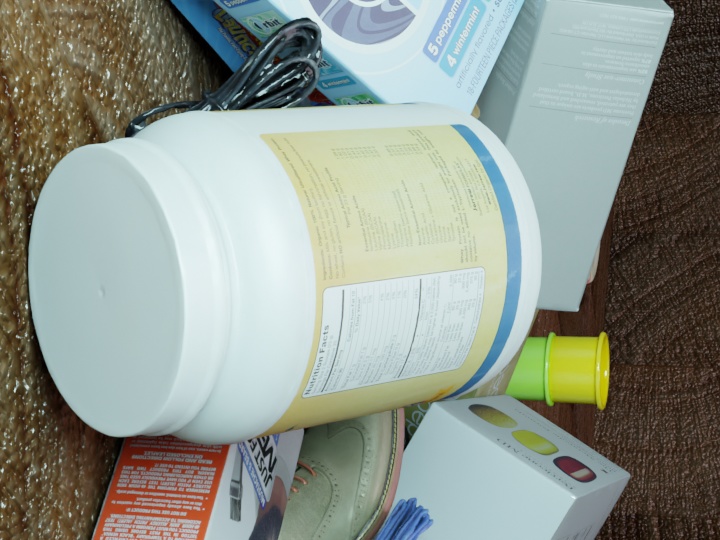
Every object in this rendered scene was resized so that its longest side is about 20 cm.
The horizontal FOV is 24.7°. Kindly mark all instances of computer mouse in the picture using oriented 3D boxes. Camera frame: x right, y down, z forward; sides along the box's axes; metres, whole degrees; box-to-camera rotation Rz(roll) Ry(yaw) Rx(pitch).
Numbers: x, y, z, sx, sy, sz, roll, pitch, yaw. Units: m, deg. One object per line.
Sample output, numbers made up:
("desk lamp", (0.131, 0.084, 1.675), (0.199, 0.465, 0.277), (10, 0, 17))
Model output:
("computer mouse", (-0.059, -0.039, 0.857), (0.053, 0.138, 0.200), (51, -8, 16))

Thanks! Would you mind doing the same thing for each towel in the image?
("towel", (-0.022, 0.235, 0.980), (0.145, 0.024, 0.200), (-53, 171, -44))

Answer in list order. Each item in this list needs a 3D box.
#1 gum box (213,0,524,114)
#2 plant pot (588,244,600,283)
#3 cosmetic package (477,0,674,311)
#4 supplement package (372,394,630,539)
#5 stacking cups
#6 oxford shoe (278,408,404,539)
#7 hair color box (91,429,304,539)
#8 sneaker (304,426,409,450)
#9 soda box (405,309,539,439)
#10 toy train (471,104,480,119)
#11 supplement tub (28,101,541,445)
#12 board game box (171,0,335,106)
("gum box", (0.003, -0.182, 0.855), (0.200, 0.045, 0.170), (38, 67, -30))
("plant pot", (0.111, -0.060, 1.400), (0.200, 0.177, 0.201), (2, 90, -76))
("cosmetic package", (0.105, -0.085, 0.981), (0.107, 0.090, 0.200), (-113, -150, -55))
("supplement package", (0.092, 0.159, 1.098), (0.110, 0.114, 0.200), (-60, 163, 7))
("stacking cups", (0.092, 0.073, 1.282), (0.060, 0.199, 0.061), (2, 90, -73))
("oxford shoe", (-0.035, 0.140, 0.976), (0.075, 0.070, 0.200), (47, 58, -42))
("hair color box", (-0.085, 0.130, 0.856), (0.111, 0.064, 0.200), (77, 21, -48))
("sneaker", (-0.005, 0.122, 1.126), (0.200, 0.087, 0.074), (26, 66, -75))
("soda box", (0.068, 0.078, 1.190), (0.068, 0.064, 0.200), (-39, 156, -42))
("toy train", (0.027, -0.162, 0.930), (0.200, 0.055, 0.150), (60, 34, -30))
("supplement tub", (-0.032, -0.001, 0.743), (0.200, 0.144, 0.145), (-7, 100, -40))
("board game box", (-0.023, -0.183, 0.963), (0.196, 0.056, 0.200), (47, 42, -42))
